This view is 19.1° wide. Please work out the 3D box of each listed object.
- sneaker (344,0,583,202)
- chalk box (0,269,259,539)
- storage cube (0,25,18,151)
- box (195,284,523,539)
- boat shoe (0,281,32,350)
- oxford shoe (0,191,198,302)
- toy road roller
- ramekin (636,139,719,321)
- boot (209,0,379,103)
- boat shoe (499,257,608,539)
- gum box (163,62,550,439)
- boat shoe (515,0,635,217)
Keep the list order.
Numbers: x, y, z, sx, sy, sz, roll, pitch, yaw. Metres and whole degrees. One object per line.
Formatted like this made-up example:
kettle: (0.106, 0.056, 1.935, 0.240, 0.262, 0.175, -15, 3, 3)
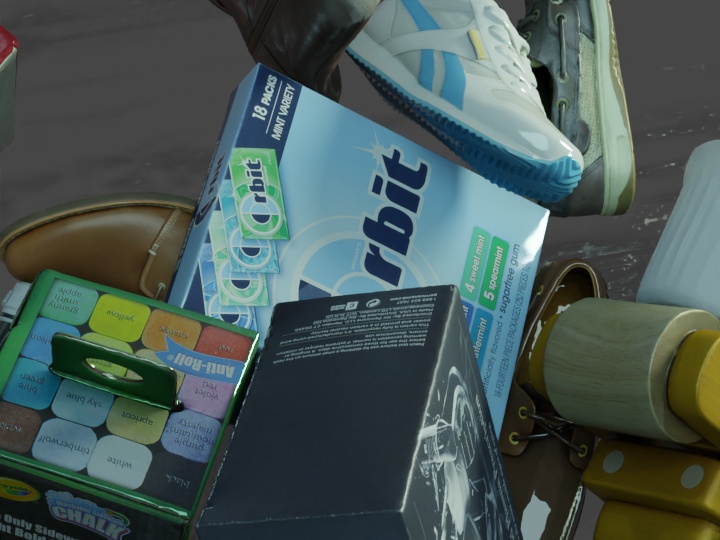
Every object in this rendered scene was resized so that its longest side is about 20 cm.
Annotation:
sneaker: (0.067, -0.111, 1.238, 0.081, 0.077, 0.200, -45, 48, -3)
chalk box: (-0.130, 0.090, 1.097, 0.124, 0.200, 0.124, 18, 49, 2)
storage cube: (-0.310, -0.090, 1.178, 0.179, 0.200, 0.171, 37, 72, 0)
box: (0.010, 0.143, 1.084, 0.104, 0.201, 0.182, -6, 33, 17)
boat shoe: (-0.116, 0.070, 1.220, 0.199, 0.072, 0.071, 18, 86, 6)
oxford shoe: (-0.110, 0.001, 1.228, 0.199, 0.071, 0.072, 1, 62, -6)
toy road roller: (0.172, 0.118, 1.160, 0.200, 0.123, 0.147, 39, 69, -36)
ramekin: (0.253, 0.021, 1.202, 0.200, 0.201, 0.098, 30, 80, 4)
boot: (-0.047, -0.190, 1.230, 0.064, 0.200, 0.187, -25, 77, -13)
boat shoe: (0.104, 0.086, 1.230, 0.072, 0.068, 0.201, 13, 72, -2)
gum box: (0.000, 0.000, 1.210, 0.199, 0.045, 0.171, 26, 58, -16)
boat shoe: (0.117, -0.128, 1.297, 0.066, 0.072, 0.202, -8, 78, -14)
